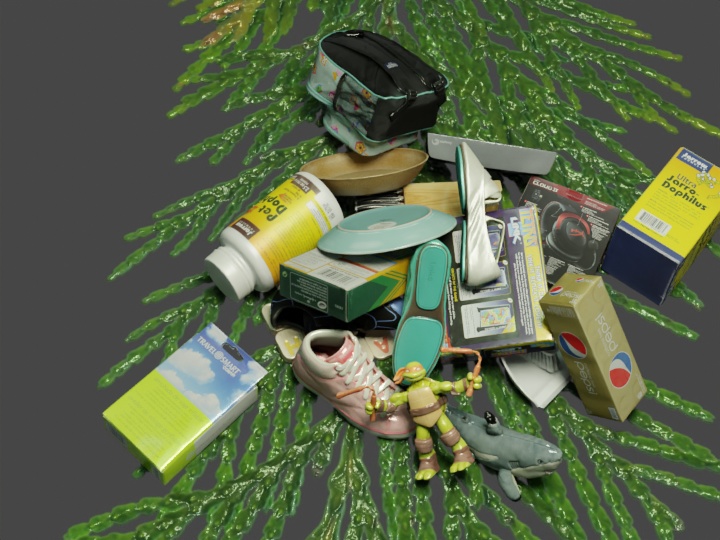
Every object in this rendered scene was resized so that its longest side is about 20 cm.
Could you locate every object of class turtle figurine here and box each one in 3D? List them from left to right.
[{"bbox_3d":[0.079,0.188,1.538,0.197,0.064,0.163,-17,96,9],"label":"turtle figurine"}]

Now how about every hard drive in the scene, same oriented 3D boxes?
[{"bbox_3d":[0.197,-0.178,1.816,0.197,0.135,0.043,9,93,1],"label":"hard drive"}]

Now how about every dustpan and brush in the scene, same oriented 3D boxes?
[{"bbox_3d":[0.224,0.082,1.667,0.199,0.058,0.139,38,65,26],"label":"dustpan and brush"}]

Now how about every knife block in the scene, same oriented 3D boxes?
[{"bbox_3d":[0.094,-0.097,1.783,0.175,0.064,0.200,36,62,18],"label":"knife block"}]

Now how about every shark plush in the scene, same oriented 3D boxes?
[{"bbox_3d":[0.177,0.210,1.562,0.199,0.084,0.091,40,61,22],"label":"shark plush"}]

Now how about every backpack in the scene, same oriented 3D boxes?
[{"bbox_3d":[0.015,-0.285,1.846,0.175,0.154,0.200,-24,60,-41],"label":"backpack"}]

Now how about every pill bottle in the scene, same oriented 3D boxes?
[{"bbox_3d":[-0.127,-0.045,1.699,0.199,0.110,0.109,-40,66,-20],"label":"pill bottle"}]

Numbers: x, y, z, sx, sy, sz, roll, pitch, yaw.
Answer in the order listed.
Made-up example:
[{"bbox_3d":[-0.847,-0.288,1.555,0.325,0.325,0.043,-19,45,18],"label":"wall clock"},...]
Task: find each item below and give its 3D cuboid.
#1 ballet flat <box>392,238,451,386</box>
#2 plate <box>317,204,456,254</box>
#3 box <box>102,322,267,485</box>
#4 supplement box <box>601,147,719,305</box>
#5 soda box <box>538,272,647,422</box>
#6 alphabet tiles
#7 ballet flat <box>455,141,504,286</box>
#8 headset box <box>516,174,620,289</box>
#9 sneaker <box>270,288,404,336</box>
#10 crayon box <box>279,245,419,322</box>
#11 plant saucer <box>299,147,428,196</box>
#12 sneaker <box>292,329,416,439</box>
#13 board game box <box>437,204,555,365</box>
[{"bbox_3d":[0.086,0.056,1.593,0.066,0.070,0.203,10,98,1],"label":"ballet flat"},{"bbox_3d":[0.035,-0.063,1.628,0.197,0.026,0.200,-8,15,2],"label":"plate"},{"bbox_3d":[-0.233,0.176,1.580,0.122,0.048,0.200,38,61,20],"label":"box"},{"bbox_3d":[0.466,-0.068,1.761,0.109,0.109,0.200,33,59,19],"label":"supplement box"},{"bbox_3d":[0.314,0.103,1.579,0.068,0.202,0.064,-42,30,-28],"label":"soda box"},{"bbox_3d":[-0.038,0.059,1.696,0.198,0.015,0.197,-19,59,-17],"label":"alphabet tiles"},{"bbox_3d":[0.166,-0.078,1.621,0.068,0.069,0.203,0,77,-4],"label":"ballet flat"},{"bbox_3d":[0.291,-0.041,1.751,0.147,0.075,0.201,22,56,11],"label":"headset box"},{"bbox_3d":[-0.030,0.065,1.642,0.197,0.071,0.079,9,49,14],"label":"sneaker"},{"bbox_3d":[0.000,0.000,1.617,0.125,0.052,0.199,20,31,36],"label":"crayon box"},{"bbox_3d":[0.007,-0.147,1.781,0.197,0.036,0.200,-6,17,2],"label":"plant saucer"},{"bbox_3d":[-0.002,0.149,1.577,0.199,0.105,0.076,30,58,10],"label":"sneaker"},{"bbox_3d":[0.179,0.020,1.644,0.163,0.057,0.203,-7,70,9],"label":"board game box"}]
